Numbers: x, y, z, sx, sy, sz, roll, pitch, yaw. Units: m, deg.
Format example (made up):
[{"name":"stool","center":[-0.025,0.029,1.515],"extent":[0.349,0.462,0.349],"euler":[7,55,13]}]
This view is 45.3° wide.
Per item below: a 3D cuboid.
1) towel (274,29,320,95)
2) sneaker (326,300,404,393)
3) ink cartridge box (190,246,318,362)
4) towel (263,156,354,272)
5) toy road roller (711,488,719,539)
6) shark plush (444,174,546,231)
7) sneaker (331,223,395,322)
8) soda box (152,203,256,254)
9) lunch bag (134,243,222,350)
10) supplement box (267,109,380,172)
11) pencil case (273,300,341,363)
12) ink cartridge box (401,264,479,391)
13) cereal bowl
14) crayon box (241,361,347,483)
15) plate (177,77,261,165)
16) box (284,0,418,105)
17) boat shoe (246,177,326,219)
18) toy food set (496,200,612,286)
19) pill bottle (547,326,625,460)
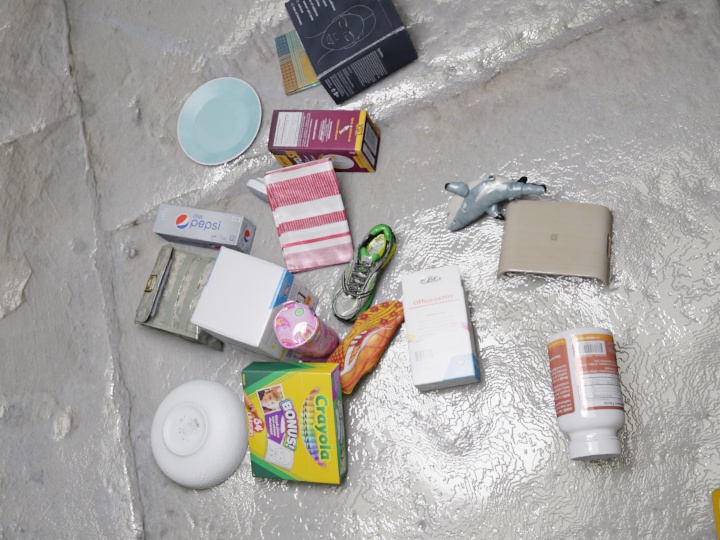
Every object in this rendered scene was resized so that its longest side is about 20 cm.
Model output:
[{"name":"towel","center":[-0.079,-0.462,1.819],"extent":[0.196,0.022,0.150],"euler":[-17,69,13]},{"name":"sneaker","center":[0.013,0.135,1.583],"extent":[0.200,0.078,0.072],"euler":[-46,46,-16]},{"name":"ink cartridge box","center":[-0.187,0.073,1.587],"extent":[0.142,0.200,0.150],"euler":[17,78,19]},{"name":"towel","center":[-0.098,-0.102,1.654],"extent":[0.141,0.023,0.204],"euler":[-11,103,13]},{"name":"toy road roller","center":[0.625,0.365,1.300],"extent":[0.196,0.146,0.126],"euler":[6,70,-20]},{"name":"shark plush","center":[0.246,-0.129,1.580],"extent":[0.196,0.091,0.085],"euler":[-9,87,20]},{"name":"sneaker","center":[0.000,0.000,1.608],"extent":[0.077,0.085,0.203],"euler":[23,82,10]},{"name":"soda box","center":[-0.316,-0.084,1.748],"extent":[0.196,0.068,0.065],"euler":[9,77,20]},{"name":"lunch bag","center":[-0.349,0.046,1.695],"extent":[0.196,0.117,0.167],"euler":[12,77,26]},{"name":"supplement box","center":[-0.071,-0.255,1.701],"extent":[0.196,0.110,0.088],"euler":[3,74,19]},{"name":"pencil case","center":[-0.092,0.118,1.542],"extent":[0.085,0.200,0.089],"euler":[-4,70,13]},{"name":"ink cartridge box","center":[0.142,0.103,1.545],"extent":[0.113,0.068,0.204],"euler":[-11,71,14]},{"name":"cereal bowl","center":[-0.312,0.302,1.619],"extent":[0.196,0.083,0.205],"euler":[-6,71,17]},{"name":"crayon box","center":[-0.116,0.268,1.532],"extent":[0.169,0.058,0.205],"euler":[0,102,19]},{"name":"plate","center":[-0.298,-0.315,1.839],"extent":[0.196,0.026,0.205],"euler":[-5,73,16]},{"name":"box","center":[-0.018,-0.480,1.724],"extent":[0.194,0.124,0.203],"euler":[-28,67,10]},{"name":"boat shoe","center":[-0.131,-0.152,1.716],"extent":[0.197,0.074,0.066],"euler":[23,77,12]},{"name":"toy food set","center":[0.347,-0.045,1.540],"extent":[0.196,0.061,0.146],"euler":[4,63,17]},{"name":"pill bottle","center":[0.372,0.204,1.417],"extent":[0.110,0.112,0.204],"euler":[-8,71,15]}]
